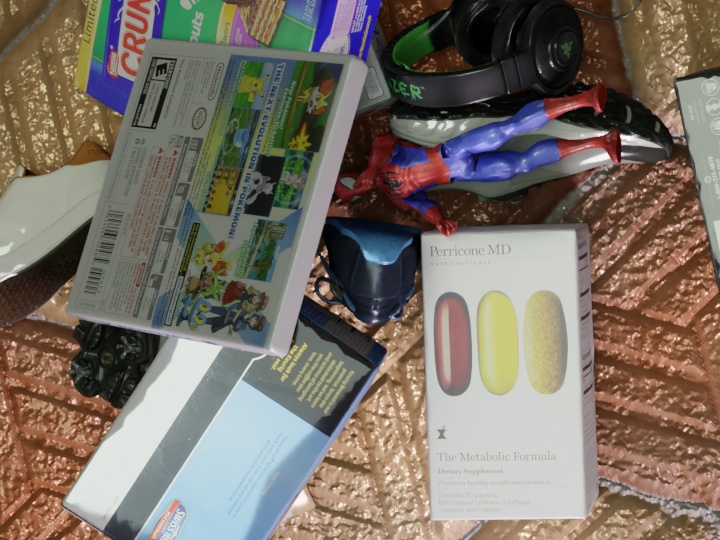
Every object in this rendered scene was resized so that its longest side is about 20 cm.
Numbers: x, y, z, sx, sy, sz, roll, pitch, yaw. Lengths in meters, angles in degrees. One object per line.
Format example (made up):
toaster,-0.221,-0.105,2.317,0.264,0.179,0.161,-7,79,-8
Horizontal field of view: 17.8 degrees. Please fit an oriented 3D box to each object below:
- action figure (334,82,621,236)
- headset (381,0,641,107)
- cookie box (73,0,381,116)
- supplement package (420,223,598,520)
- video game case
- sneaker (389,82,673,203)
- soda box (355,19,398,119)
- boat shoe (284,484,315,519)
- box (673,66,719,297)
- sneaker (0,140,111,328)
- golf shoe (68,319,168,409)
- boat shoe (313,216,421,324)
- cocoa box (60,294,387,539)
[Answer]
action figure,0.071,-0.066,1.565,0.200,0.099,0.065,-12,117,18
headset,0.108,-0.178,1.607,0.200,0.123,0.094,-23,118,-17
cookie box,-0.095,-0.168,1.605,0.200,0.075,0.171,31,122,29
supplement package,0.106,0.068,1.623,0.114,0.110,0.200,-2,93,10
video game case,-0.096,-0.052,1.516,0.182,0.022,0.200,9,78,37
sneaker,0.122,-0.087,1.639,0.200,0.074,0.079,0,116,8
soda box,-0.034,-0.205,1.653,0.063,0.068,0.200,-21,89,12
boat shoe,-0.069,0.085,1.681,0.069,0.074,0.200,-6,93,-2
box,0.286,-0.070,1.537,0.124,0.200,0.149,-12,92,12
sneaker,-0.254,-0.023,1.714,0.200,0.073,0.085,-33,62,13
golf shoe,-0.147,0.001,1.672,0.078,0.094,0.200,30,106,19
boat shoe,0.000,0.000,1.592,0.084,0.200,0.069,7,95,6
cocoa box,-0.089,0.106,1.579,0.131,0.133,0.200,33,95,1
